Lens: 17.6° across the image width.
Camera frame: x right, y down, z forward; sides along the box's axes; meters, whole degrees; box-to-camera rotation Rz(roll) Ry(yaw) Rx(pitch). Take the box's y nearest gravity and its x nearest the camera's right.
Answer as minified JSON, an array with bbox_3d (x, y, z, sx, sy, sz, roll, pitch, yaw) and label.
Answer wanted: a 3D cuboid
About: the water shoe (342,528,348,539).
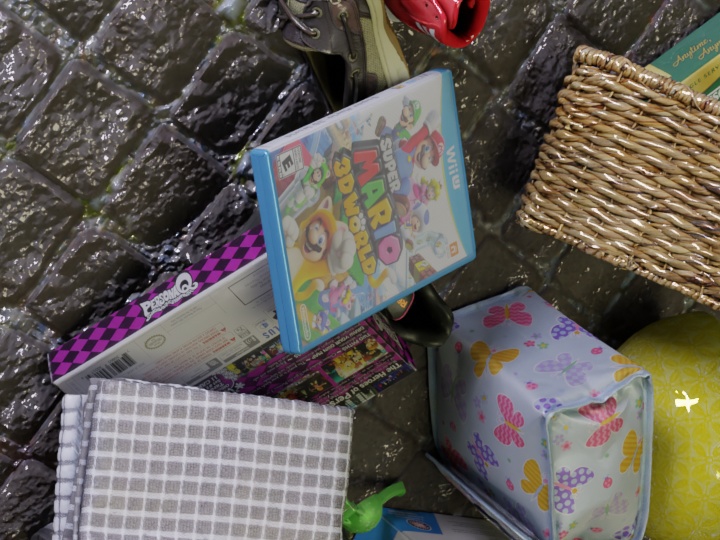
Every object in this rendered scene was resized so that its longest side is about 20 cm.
[{"bbox_3d":[-0.097,0.222,1.770,0.200,0.071,0.079,-3,89,-37],"label":"water shoe"}]

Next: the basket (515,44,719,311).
[{"bbox_3d":[0.242,-0.072,1.761,0.143,0.200,0.149,-16,127,-68],"label":"basket"}]

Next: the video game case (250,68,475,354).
[{"bbox_3d":[0.006,-0.043,1.593,0.200,0.018,0.143,-28,116,-45],"label":"video game case"}]

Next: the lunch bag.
[{"bbox_3d":[0.137,0.142,1.824,0.127,0.170,0.200,-22,127,-25],"label":"lunch bag"}]

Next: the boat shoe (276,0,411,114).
[{"bbox_3d":[-0.023,-0.173,1.581,0.065,0.073,0.200,-44,135,-13],"label":"boat shoe"}]

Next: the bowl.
[{"bbox_3d":[0.234,0.134,1.904,0.108,0.200,0.200,-2,118,-12],"label":"bowl"}]

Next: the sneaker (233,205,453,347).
[{"bbox_3d":[0.000,0.000,1.691,0.200,0.086,0.080,23,97,-43],"label":"sneaker"}]

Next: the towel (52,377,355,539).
[{"bbox_3d":[-0.107,0.162,1.585,0.200,0.086,0.166,7,84,-20],"label":"towel"}]

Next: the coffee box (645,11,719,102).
[{"bbox_3d":[0.287,-0.101,1.890,0.123,0.044,0.200,-35,132,-18],"label":"coffee box"}]

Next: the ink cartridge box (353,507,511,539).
[{"bbox_3d":[0.087,0.303,1.854,0.147,0.200,0.145,13,105,-42],"label":"ink cartridge box"}]

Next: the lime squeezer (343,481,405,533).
[{"bbox_3d":[-0.018,0.161,1.778,0.038,0.071,0.200,-27,143,31],"label":"lime squeezer"}]

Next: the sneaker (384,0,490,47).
[{"bbox_3d":[0.031,-0.229,1.562,0.078,0.116,0.200,-48,134,-6],"label":"sneaker"}]

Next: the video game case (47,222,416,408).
[{"bbox_3d":[-0.088,0.065,1.640,0.200,0.036,0.181,-31,135,13],"label":"video game case"}]

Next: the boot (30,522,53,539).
[{"bbox_3d":[-0.128,0.212,1.687,0.132,0.200,0.070,-55,174,-35],"label":"boot"}]
